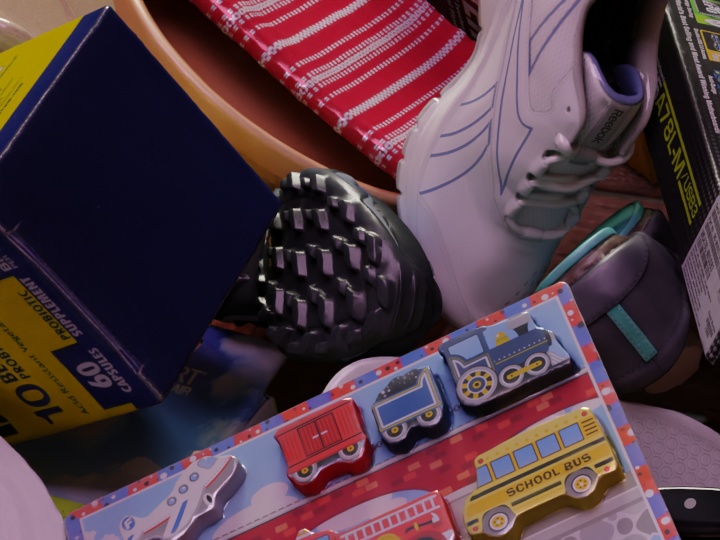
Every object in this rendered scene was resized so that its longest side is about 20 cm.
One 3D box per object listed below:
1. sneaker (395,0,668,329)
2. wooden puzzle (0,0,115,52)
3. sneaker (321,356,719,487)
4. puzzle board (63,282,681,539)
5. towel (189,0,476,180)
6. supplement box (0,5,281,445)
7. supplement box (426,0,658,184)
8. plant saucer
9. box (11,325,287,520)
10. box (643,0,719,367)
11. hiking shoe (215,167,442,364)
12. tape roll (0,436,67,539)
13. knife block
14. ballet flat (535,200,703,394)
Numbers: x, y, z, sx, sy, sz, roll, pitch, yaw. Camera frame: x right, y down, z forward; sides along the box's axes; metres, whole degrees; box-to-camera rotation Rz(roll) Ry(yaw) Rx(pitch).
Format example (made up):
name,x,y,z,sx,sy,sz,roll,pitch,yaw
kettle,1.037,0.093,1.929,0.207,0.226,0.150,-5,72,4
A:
name,x,y,z,sx,sy,sz,roll,pitch,yaw
sneaker,0.073,-0.059,1.025,0.074,0.201,0.087,1,26,-30
wooden puzzle,-0.106,-0.110,1.163,0.037,0.185,0.201,-34,34,23
sneaker,0.070,0.086,0.970,0.199,0.099,0.071,18,75,-8
puzzle board,0.002,0.098,0.846,0.199,0.017,0.151,-26,48,5
towel,-0.021,-0.123,1.135,0.200,0.023,0.145,42,30,8
supplement box,-0.148,-0.005,0.994,0.199,0.109,0.110,-17,33,45
supplement box,0.137,-0.181,1.189,0.197,0.133,0.200,-33,45,-20
plant saucer,-0.028,-0.087,1.135,0.199,0.038,0.201,27,30,-17
box,-0.119,0.101,1.023,0.121,0.048,0.200,14,49,27
box,0.211,-0.025,1.002,0.192,0.048,0.201,11,39,-15
hiking shoe,0.000,0.000,1.010,0.086,0.075,0.200,11,3,-20
tape roll,-0.207,0.109,0.886,0.201,0.071,0.203,15,29,-9
knife block,0.047,0.102,0.863,0.199,0.176,0.064,26,56,-12
ballet flat,0.107,0.017,1.008,0.073,0.074,0.200,-7,3,8
